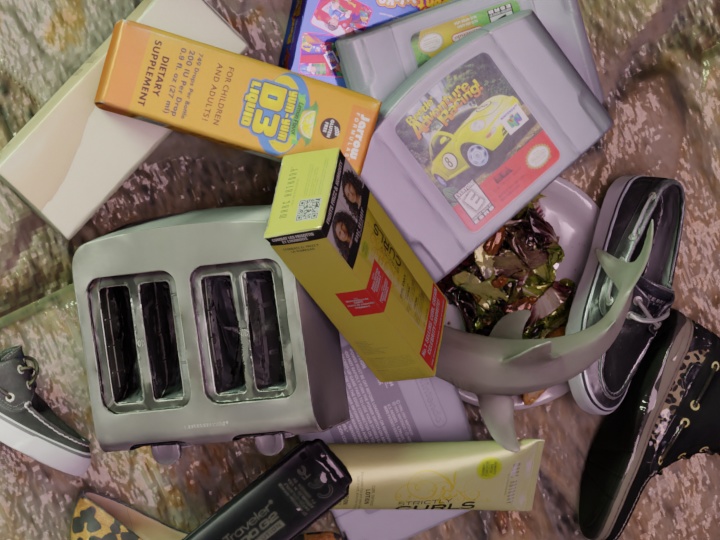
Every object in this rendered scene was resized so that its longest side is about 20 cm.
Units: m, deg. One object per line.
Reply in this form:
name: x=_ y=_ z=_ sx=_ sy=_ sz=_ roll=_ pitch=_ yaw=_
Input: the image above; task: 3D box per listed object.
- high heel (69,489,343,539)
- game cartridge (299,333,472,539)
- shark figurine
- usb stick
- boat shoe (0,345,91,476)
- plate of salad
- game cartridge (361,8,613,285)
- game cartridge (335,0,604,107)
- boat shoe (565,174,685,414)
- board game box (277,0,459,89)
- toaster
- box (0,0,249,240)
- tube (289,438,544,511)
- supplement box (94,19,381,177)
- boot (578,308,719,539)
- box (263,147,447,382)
high heel: x=-0.123 y=0.208 z=1.567 sx=0.199 sy=0.071 sz=0.143 roll=-23 pitch=108 yaw=-2
game cartridge: x=0.015 y=0.117 z=1.601 sx=0.132 sy=0.040 sz=0.201 roll=-22 pitch=102 yaw=2
shark figurine: x=0.150 y=0.052 z=1.538 sx=0.213 sy=0.090 sz=0.129 roll=-22 pitch=74 yaw=-11
usb stick: x=-0.094 y=0.205 z=1.518 sx=0.200 sy=0.033 sz=0.056 roll=-40 pitch=94 yaw=8
boat shoe: x=-0.281 y=0.082 z=1.519 sx=0.199 sy=0.070 sz=0.067 roll=34 pitch=88 yaw=-9
plate of salad: x=0.128 y=0.017 z=1.634 sx=0.198 sy=0.048 sz=0.202 roll=-2 pitch=97 yaw=-15
game cartridge: x=0.084 y=-0.101 z=1.534 sx=0.200 sy=0.041 sz=0.133 roll=-42 pitch=102 yaw=-7
game cartridge: x=0.090 y=-0.148 z=1.565 sx=0.199 sy=0.040 sz=0.134 roll=-21 pitch=105 yaw=-12
boat shoe: x=0.223 y=0.021 z=1.628 sx=0.071 sy=0.068 sz=0.202 roll=21 pitch=81 yaw=-36
board game box: x=0.039 y=-0.170 z=1.589 sx=0.198 sy=0.045 sz=0.136 roll=13 pitch=93 yaw=-17
toaster: x=-0.109 y=0.038 z=1.502 sx=0.179 sy=0.119 sz=0.202 roll=-6 pitch=96 yaw=12
box: x=-0.184 y=-0.123 z=1.507 sx=0.078 sy=0.095 sz=0.200 roll=44 pitch=82 yaw=-14
tube: x=0.043 y=0.160 z=1.561 sx=0.198 sy=0.058 sz=0.052 roll=1 pitch=79 yaw=-8
supplement box: x=-0.089 y=-0.122 z=1.447 sx=0.198 sy=0.069 sz=0.067 roll=16 pitch=89 yaw=-14
boot: x=0.282 y=0.150 z=1.681 sx=0.153 sy=0.073 sz=0.205 roll=21 pitch=92 yaw=-20
box: x=0.000 y=0.000 z=1.461 sx=0.200 sy=0.050 sz=0.076 roll=54 pitch=39 yaw=-46
